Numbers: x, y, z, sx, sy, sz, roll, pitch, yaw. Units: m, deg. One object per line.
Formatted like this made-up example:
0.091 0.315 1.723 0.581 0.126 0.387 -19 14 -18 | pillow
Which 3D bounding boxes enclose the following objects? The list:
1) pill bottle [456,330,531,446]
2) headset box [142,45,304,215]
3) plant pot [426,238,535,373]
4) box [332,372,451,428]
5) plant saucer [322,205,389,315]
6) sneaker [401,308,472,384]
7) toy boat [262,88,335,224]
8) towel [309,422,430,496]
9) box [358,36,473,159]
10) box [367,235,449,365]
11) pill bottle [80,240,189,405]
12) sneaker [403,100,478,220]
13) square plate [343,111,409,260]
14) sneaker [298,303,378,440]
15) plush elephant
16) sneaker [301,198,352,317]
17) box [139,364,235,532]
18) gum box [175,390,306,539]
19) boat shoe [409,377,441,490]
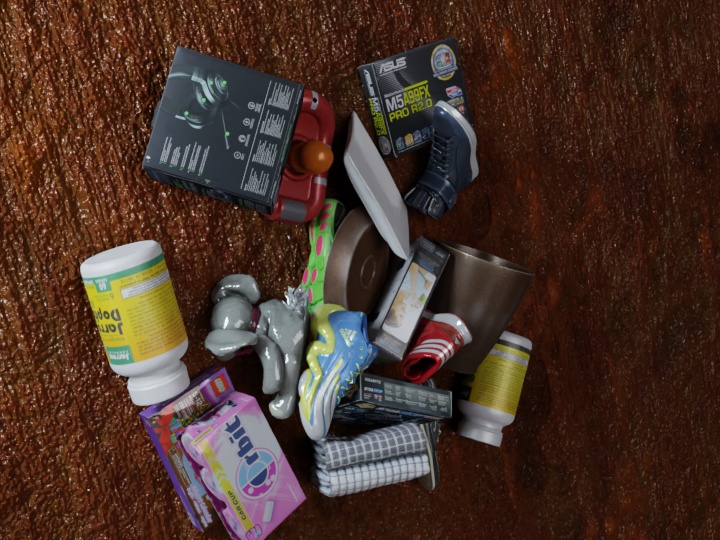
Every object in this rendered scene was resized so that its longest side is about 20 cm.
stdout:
0.243 0.215 1.547 0.111 0.111 0.204 22 80 -35 | pill bottle
-0.194 -0.192 1.161 0.196 0.093 0.178 15 83 -5 | headset box
0.188 0.070 1.473 0.184 0.186 0.204 13 99 -36 | plant pot
0.026 0.217 1.355 0.197 0.158 0.047 16 64 -35 | box
0.000 0.000 1.342 0.200 0.034 0.204 -43 140 -51 | plant saucer
0.088 0.124 1.376 0.115 0.199 0.079 -39 100 -25 | sneaker
-0.087 -0.173 1.263 0.128 0.130 0.205 9 88 -37 | toy boat
0.007 0.288 1.307 0.162 0.200 0.088 -10 84 -13 | towel
0.100 -0.301 1.449 0.198 0.044 0.164 -25 109 -33 | box
0.065 0.053 1.391 0.059 0.116 0.203 31 70 -12 | box
-0.299 0.072 1.132 0.111 0.112 0.204 -23 107 -33 | pill bottle
0.132 -0.178 1.424 0.146 0.076 0.203 -46 145 -14 | sneaker
0.024 -0.136 1.348 0.028 0.199 0.202 -24 115 14 | square plate
-0.030 0.146 1.223 0.076 0.103 0.205 39 51 -65 | sneaker
-0.157 0.096 1.229 0.166 0.151 0.203 -80 178 -52 | plush elephant
-0.044 -0.011 1.342 0.082 0.076 0.205 9 90 -36 | sneaker
-0.227 0.263 1.244 0.136 0.039 0.204 -32 111 -31 | box
-0.174 0.286 1.218 0.113 0.065 0.203 -37 114 -31 | gum box
0.120 0.292 1.485 0.066 0.071 0.205 -14 100 -30 | boat shoe
